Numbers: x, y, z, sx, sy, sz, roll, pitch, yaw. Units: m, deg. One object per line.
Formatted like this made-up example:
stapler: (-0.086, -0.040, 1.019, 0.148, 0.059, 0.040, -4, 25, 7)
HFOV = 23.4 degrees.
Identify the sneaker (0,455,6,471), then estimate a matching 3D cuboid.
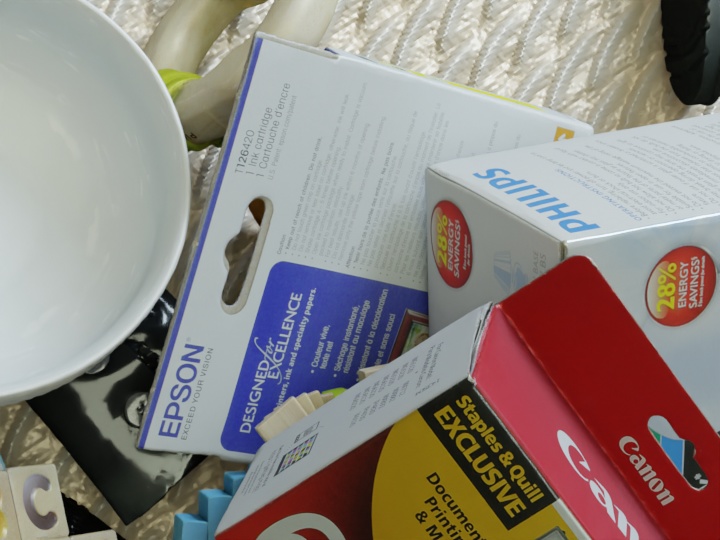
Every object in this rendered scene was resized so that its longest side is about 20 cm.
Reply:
sneaker: (-0.182, 0.148, 0.749, 0.079, 0.131, 0.201, -33, 88, 14)

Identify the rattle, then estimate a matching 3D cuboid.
rattle: (-0.023, -0.124, 0.891, 0.142, 0.130, 0.201, 32, 52, -18)

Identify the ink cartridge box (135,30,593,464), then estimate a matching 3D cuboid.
ink cartridge box: (0.000, 0.000, 0.837, 0.199, 0.047, 0.199, 13, 100, -30)

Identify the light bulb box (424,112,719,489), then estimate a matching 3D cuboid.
light bulb box: (0.145, 0.042, 0.828, 0.199, 0.125, 0.200, -11, 113, -23)

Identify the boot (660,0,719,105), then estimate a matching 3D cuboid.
boot: (0.251, -0.185, 0.946, 0.167, 0.076, 0.202, 3, 78, -7)

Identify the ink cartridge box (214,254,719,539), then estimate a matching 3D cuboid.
ink cartridge box: (0.073, 0.124, 0.714, 0.175, 0.084, 0.200, -34, 101, 21)

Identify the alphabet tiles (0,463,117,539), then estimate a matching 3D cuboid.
alphabet tiles: (-0.139, 0.182, 0.722, 0.006, 0.166, 0.202, -19, 79, 27)

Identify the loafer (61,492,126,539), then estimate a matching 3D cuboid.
loafer: (-0.115, 0.176, 0.847, 0.199, 0.073, 0.072, 35, 99, 2)

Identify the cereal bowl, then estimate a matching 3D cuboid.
cereal bowl: (-0.180, -0.032, 0.781, 0.198, 0.083, 0.202, 5, 75, -17)

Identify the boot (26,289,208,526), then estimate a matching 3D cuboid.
boot: (-0.171, 0.047, 0.849, 0.165, 0.066, 0.200, -44, 98, -11)

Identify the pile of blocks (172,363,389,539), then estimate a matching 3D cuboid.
pile of blocks: (-0.036, 0.105, 0.799, 0.200, 0.062, 0.082, -37, 100, -13)
